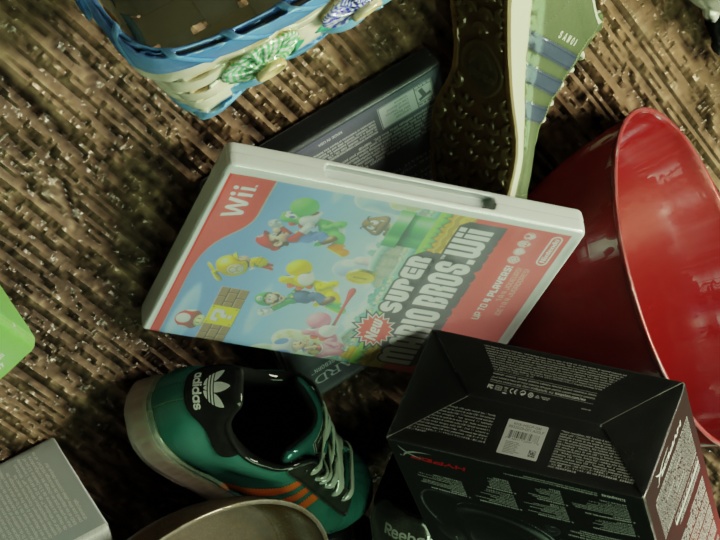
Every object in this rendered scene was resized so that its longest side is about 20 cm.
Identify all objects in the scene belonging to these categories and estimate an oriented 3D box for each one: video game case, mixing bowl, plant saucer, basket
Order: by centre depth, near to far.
[{"bbox_3d":[-0.055,-0.168,1.062,0.176,0.139,0.200,-34,153,-4],"label":"basket"},{"bbox_3d":[0.000,0.000,1.304,0.199,0.018,0.143,10,139,-20],"label":"video game case"},{"bbox_3d":[0.000,-0.019,1.366,0.142,0.019,0.200,-31,143,-9],"label":"video game case"},{"bbox_3d":[-0.104,0.199,1.377,0.200,0.032,0.201,-28,142,-25],"label":"plant saucer"},{"bbox_3d":[0.142,0.017,1.409,0.108,0.201,0.200,-16,151,26],"label":"mixing bowl"}]

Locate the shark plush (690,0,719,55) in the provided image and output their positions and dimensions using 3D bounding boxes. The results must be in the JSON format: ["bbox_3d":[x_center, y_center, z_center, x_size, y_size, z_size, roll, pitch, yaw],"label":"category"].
[{"bbox_3d":[0.210,-0.182,1.334,0.083,0.090,0.200,-57,146,-27],"label":"shark plush"}]

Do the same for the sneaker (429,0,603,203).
[{"bbox_3d":[0.092,-0.112,1.291,0.090,0.067,0.201,-25,134,-31],"label":"sneaker"}]

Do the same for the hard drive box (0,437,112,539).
[{"bbox_3d":[-0.227,0.206,1.367,0.199,0.077,0.156,-27,141,-14],"label":"hard drive box"}]

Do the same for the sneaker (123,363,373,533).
[{"bbox_3d":[-0.042,0.102,1.394,0.080,0.072,0.200,-16,154,32],"label":"sneaker"}]

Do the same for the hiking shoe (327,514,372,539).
[{"bbox_3d":[-0.070,0.214,1.523,0.200,0.076,0.101,-46,133,-2],"label":"hiking shoe"}]

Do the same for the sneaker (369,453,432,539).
[{"bbox_3d":[0.031,0.173,1.467,0.091,0.066,0.201,56,43,-74],"label":"sneaker"}]

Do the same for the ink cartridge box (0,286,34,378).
[{"bbox_3d":[-0.268,0.018,1.128,0.145,0.084,0.200,-41,143,4],"label":"ink cartridge box"}]

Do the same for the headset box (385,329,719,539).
[{"bbox_3d":[0.114,0.129,1.367,0.077,0.148,0.200,-66,152,-26],"label":"headset box"}]
